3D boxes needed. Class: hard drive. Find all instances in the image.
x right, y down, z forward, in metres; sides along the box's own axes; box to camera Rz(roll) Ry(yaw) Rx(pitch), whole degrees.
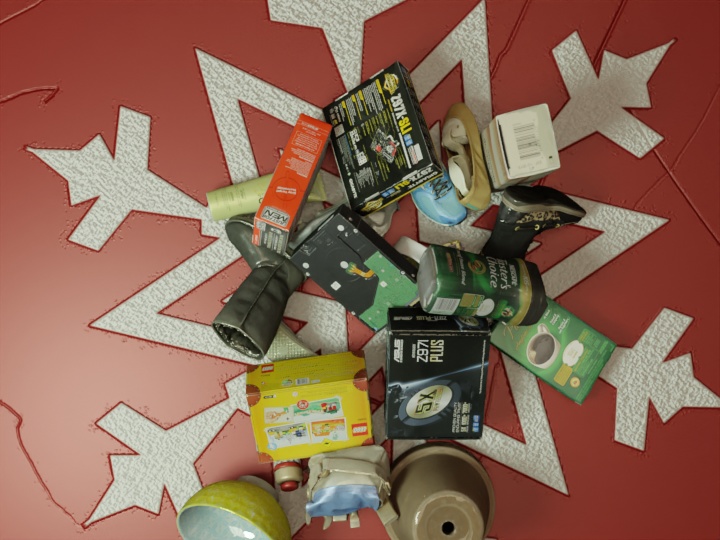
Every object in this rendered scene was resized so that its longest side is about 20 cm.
[{"bbox_3d":[0.000,0.000,1.380,0.199,0.038,0.139,41,127,-13],"label":"hard drive"}]

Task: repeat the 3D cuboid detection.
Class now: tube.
[{"bbox_3d":[-0.160,-0.132,1.429,0.196,0.052,0.059,-14,118,-7],"label":"tube"}]

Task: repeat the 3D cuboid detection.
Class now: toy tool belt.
[{"bbox_3d":[-0.042,0.361,1.367,0.196,0.125,0.125,-11,61,6],"label":"toy tool belt"}]

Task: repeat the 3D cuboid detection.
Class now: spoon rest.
[{"bbox_3d":[0.141,0.013,1.402,0.198,0.061,0.100,35,77,-1],"label":"spoon rest"}]

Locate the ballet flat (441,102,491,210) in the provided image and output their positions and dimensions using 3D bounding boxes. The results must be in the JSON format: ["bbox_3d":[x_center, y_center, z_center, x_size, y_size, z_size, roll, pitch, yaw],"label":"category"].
[{"bbox_3d":[0.167,-0.196,1.398,0.062,0.068,0.203,4,62,-38],"label":"ballet flat"}]

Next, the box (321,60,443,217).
[{"bbox_3d":[0.032,-0.212,1.370,0.158,0.049,0.203,-27,65,22],"label":"box"}]

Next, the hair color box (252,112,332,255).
[{"bbox_3d":[-0.110,-0.139,1.363,0.060,0.102,0.203,20,66,-2],"label":"hair color box"}]

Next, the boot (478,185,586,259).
[{"bbox_3d":[0.281,-0.060,1.415,0.073,0.198,0.152,44,121,36],"label":"boot"}]

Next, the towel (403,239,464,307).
[{"bbox_3d":[0.127,0.060,1.446,0.141,0.023,0.204,-12,89,-2],"label":"towel"}]

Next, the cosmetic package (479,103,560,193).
[{"bbox_3d":[0.248,-0.191,1.364,0.086,0.200,0.106,-13,88,-1],"label":"cosmetic package"}]

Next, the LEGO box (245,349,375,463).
[{"bbox_3d":[-0.080,0.223,1.380,0.196,0.078,0.151,-7,122,-2],"label":"LEGO box"}]

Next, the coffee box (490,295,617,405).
[{"bbox_3d":[0.321,0.121,1.439,0.198,0.044,0.124,33,88,-1],"label":"coffee box"}]

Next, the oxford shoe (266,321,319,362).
[{"bbox_3d":[-0.115,0.147,1.425,0.075,0.058,0.200,-42,105,0],"label":"oxford shoe"}]

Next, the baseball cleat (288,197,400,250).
[{"bbox_3d":[-0.025,-0.070,1.419,0.198,0.070,0.107,-34,88,-1],"label":"baseball cleat"}]

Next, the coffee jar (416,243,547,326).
[{"bbox_3d":[0.192,0.025,1.325,0.196,0.105,0.086,9,133,-16],"label":"coffee jar"}]

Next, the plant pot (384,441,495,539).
[{"bbox_3d":[0.133,0.393,1.367,0.196,0.175,0.205,0,90,-2],"label":"plant pot"}]

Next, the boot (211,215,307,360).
[{"bbox_3d":[-0.185,0.025,1.363,0.180,0.073,0.201,33,54,1],"label":"boot"}]

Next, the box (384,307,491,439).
[{"bbox_3d":[0.121,0.167,1.377,0.160,0.086,0.204,1,114,-1],"label":"box"}]

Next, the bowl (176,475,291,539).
[{"bbox_3d":[-0.188,0.403,1.380,0.198,0.201,0.108,30,46,-1],"label":"bowl"}]

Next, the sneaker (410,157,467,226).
[{"bbox_3d":[0.108,-0.159,1.414,0.078,0.090,0.201,-38,90,-2],"label":"sneaker"}]
